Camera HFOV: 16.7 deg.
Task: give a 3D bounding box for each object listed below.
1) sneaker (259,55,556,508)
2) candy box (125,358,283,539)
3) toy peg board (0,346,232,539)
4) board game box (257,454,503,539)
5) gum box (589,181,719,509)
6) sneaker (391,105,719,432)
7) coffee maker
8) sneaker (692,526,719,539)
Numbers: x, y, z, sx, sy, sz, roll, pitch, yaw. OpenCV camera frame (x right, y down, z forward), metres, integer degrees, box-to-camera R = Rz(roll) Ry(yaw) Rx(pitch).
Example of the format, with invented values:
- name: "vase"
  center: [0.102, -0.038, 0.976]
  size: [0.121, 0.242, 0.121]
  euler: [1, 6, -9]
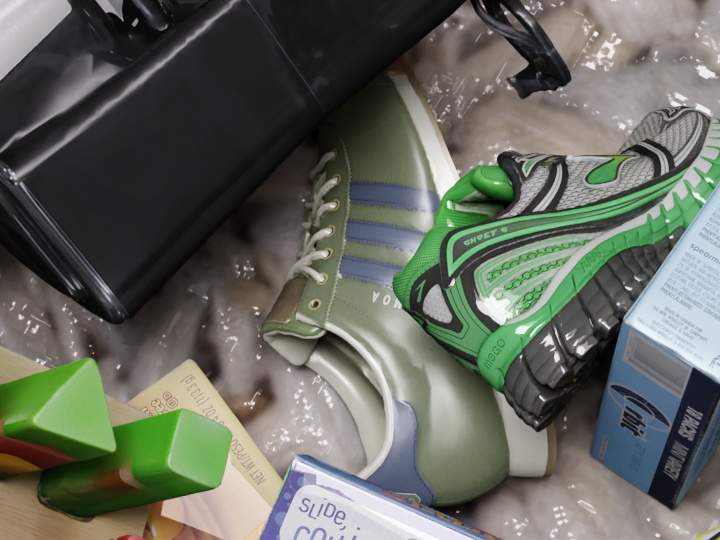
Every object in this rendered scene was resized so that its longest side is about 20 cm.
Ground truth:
- name: "sneaker"
  center: [0.000, 0.000, 0.952]
  size: [0.090, 0.067, 0.200]
  euler: [-19, 75, -11]
- name: "candy box"
  center: [-0.051, 0.147, 0.908]
  size: [0.115, 0.055, 0.200]
  euler: [-35, 75, -9]
- name: "toy peg board"
  center: [-0.146, 0.100, 0.784]
  size: [0.200, 0.098, 0.200]
  euler: [27, 63, -31]
- name: "board game box"
  center: [0.043, 0.163, 0.837]
  size: [0.200, 0.034, 0.136]
  euler: [24, 89, 7]
- name: "gum box"
  center: [0.160, -0.022, 0.905]
  size: [0.045, 0.170, 0.200]
  euler: [33, 75, 12]
- name: "sneaker"
  center: [0.082, -0.022, 0.912]
  size: [0.085, 0.078, 0.200]
  euler: [38, 34, 9]
- name: "coffee maker"
  center: [-0.049, -0.078, 0.860]
  size: [0.200, 0.135, 0.192]
  euler: [-44, 96, -9]
- name: "sneaker"
  center: [0.117, 0.178, 0.881]
  size: [0.074, 0.085, 0.200]
  euler: [13, 72, 6]
